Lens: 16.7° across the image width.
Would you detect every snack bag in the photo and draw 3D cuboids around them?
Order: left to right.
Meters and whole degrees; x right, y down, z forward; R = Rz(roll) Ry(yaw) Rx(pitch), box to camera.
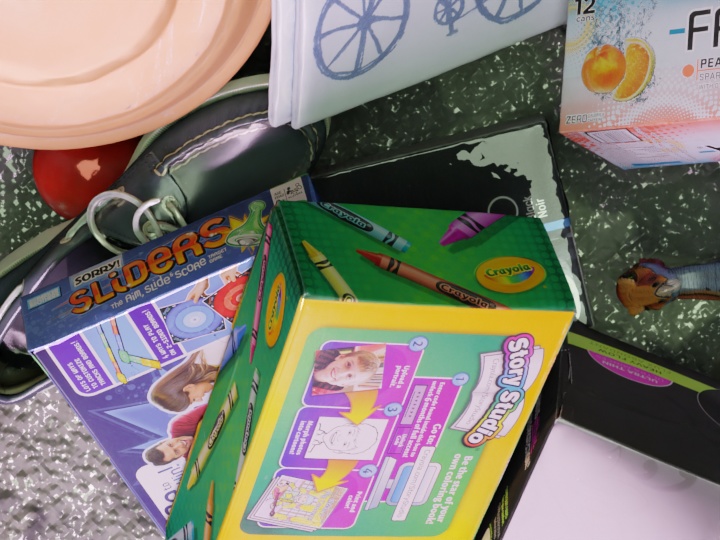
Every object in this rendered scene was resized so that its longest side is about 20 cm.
[{"bbox_3d":[0.038,-0.171,1.011,0.188,0.021,0.201,-24,131,-34],"label":"snack bag"}]

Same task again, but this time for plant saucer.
[{"bbox_3d":[-0.129,-0.129,0.984,0.199,0.032,0.201,-2,130,-2],"label":"plant saucer"}]

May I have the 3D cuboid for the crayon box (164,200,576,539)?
[{"bbox_3d":[0.000,0.066,1.027,0.118,0.058,0.201,3,131,-21],"label":"crayon box"}]

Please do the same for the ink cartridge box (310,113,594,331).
[{"bbox_3d":[0.000,0.000,1.120,0.199,0.039,0.100,-14,98,5],"label":"ink cartridge box"}]

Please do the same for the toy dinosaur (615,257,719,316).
[{"bbox_3d":[0.213,0.013,1.092,0.181,0.105,0.201,-20,108,23],"label":"toy dinosaur"}]

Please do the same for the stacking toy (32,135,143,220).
[{"bbox_3d":[-0.111,-0.110,1.069,0.085,0.086,0.201,10,126,1],"label":"stacking toy"}]

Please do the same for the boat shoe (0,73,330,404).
[{"bbox_3d":[-0.094,-0.011,1.064,0.199,0.062,0.075,-31,120,19],"label":"boat shoe"}]

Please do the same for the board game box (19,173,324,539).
[{"bbox_3d":[-0.045,0.058,1.073,0.135,0.035,0.200,-23,135,5],"label":"board game box"}]

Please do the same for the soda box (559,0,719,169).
[{"bbox_3d":[0.184,-0.088,1.031,0.199,0.063,0.069,-3,75,35],"label":"soda box"}]

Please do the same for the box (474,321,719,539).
[{"bbox_3d":[0.116,0.152,1.079,0.148,0.124,0.201,21,110,-1],"label":"box"}]
